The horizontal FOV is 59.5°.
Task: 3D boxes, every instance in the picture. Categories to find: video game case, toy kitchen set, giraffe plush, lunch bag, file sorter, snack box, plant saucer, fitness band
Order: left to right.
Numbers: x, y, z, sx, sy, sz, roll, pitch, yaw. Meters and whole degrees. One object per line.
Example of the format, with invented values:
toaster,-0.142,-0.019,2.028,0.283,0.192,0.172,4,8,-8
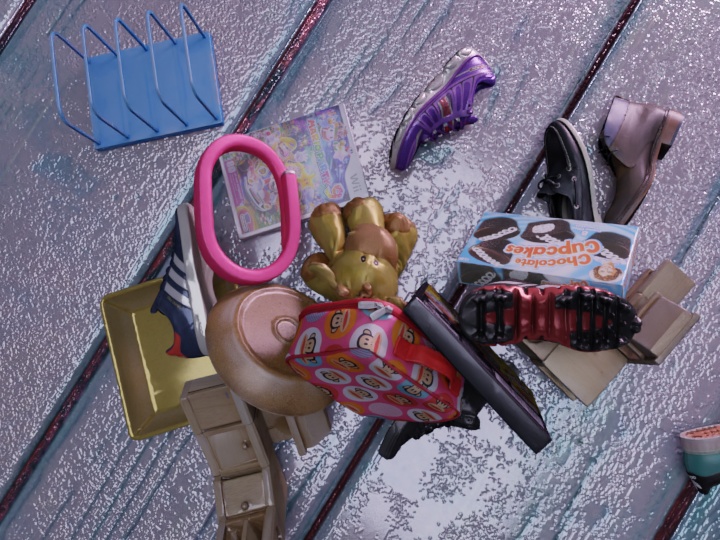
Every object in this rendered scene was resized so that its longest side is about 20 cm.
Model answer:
file sorter,-0.311,-0.271,0.880,0.195,0.123,0.143,-11,83,4
plant saucer,-0.242,0.107,0.875,0.195,0.048,0.205,-17,84,3
fitness band,-0.149,-0.082,0.834,0.141,0.037,0.206,2,77,-33
toy kitchen set,-0.115,0.244,0.751,0.159,0.181,0.204,-14,115,3
plant saucer,-0.097,0.086,0.801,0.199,0.200,0.036,40,128,6
video game case,-0.098,-0.141,0.903,0.195,0.018,0.147,-16,83,2
giraffe plush,0.000,0.000,0.803,0.168,0.162,0.206,-7,87,1
lunch bag,0.030,0.110,0.726,0.174,0.199,0.084,-11,51,42
video game case,0.132,0.100,0.725,0.026,0.181,0.200,-44,86,10
snack box,0.229,-0.019,0.775,0.196,0.038,0.117,9,42,29
toy kitchen set,0.285,0.033,0.775,0.180,0.163,0.200,43,88,7

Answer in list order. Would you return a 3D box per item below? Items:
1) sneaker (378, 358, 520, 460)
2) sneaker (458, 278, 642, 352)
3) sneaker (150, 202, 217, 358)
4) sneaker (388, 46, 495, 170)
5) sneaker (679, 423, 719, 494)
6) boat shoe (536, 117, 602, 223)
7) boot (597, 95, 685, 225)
sneaker,0.115,0.185,0.833,0.103,0.060,0.202,34,85,10
sneaker,0.206,0.047,0.708,0.195,0.098,0.073,2,98,5
sneaker,-0.237,0.015,0.824,0.082,0.075,0.205,-12,79,10
sneaker,0.113,-0.213,0.865,0.083,0.081,0.201,40,88,1
sneaker,0.511,0.234,0.797,0.195,0.071,0.082,-10,88,9
boat shoe,0.269,-0.100,0.842,0.064,0.074,0.205,-13,93,-9
boot,0.348,-0.141,0.848,0.096,0.075,0.202,28,77,16
